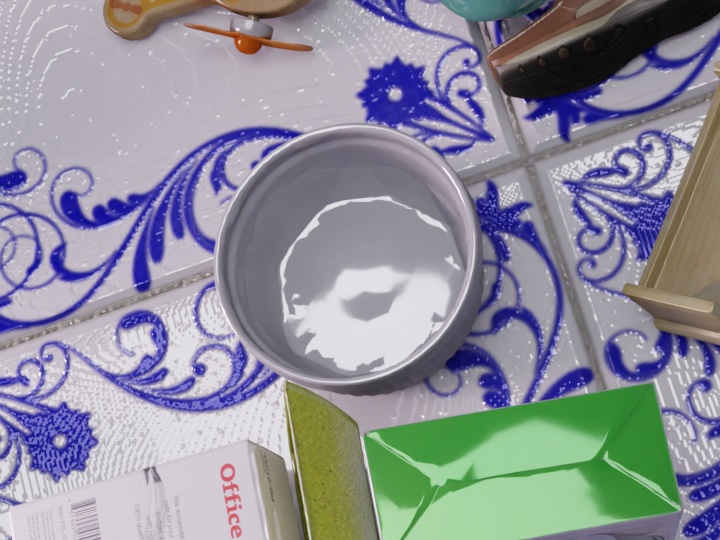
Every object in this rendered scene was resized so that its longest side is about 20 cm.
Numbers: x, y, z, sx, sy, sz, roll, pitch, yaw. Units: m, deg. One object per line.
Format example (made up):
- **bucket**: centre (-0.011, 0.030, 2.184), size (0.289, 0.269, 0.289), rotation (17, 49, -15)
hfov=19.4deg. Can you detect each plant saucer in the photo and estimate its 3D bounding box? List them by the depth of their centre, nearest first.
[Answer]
- **plant saucer**: centre (-0.014, 0.193, 1.474), size (0.048, 0.200, 0.201), rotation (-9, 72, -3)

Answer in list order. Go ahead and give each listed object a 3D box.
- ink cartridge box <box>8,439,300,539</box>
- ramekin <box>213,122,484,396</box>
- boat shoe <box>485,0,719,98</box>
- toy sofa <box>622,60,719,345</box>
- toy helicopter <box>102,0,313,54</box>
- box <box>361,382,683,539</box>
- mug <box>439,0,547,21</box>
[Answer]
- **ink cartridge box**: centre (-0.144, 0.223, 1.542), size (0.199, 0.084, 0.145), rotation (-17, 71, 15)
- **ramekin**: centre (0.000, 0.000, 1.569), size (0.199, 0.105, 0.201), rotation (-4, 74, 13)
- **boat shoe**: centre (0.187, -0.199, 1.604), size (0.199, 0.076, 0.074), rotation (-25, 63, -1)
- **toy sofa**: centre (0.279, -0.044, 1.536), size (0.083, 0.098, 0.201), rotation (14, 77, 42)
- **toy helicopter**: centre (-0.115, -0.223, 1.690), size (0.199, 0.079, 0.133), rotation (-17, 80, 20)
- **box**: centre (0.109, 0.159, 1.443), size (0.199, 0.177, 0.097), rotation (-10, 68, 0)
- **mug**: centre (0.102, -0.251, 1.584), size (0.114, 0.152, 0.185), rotation (47, 57, -18)
